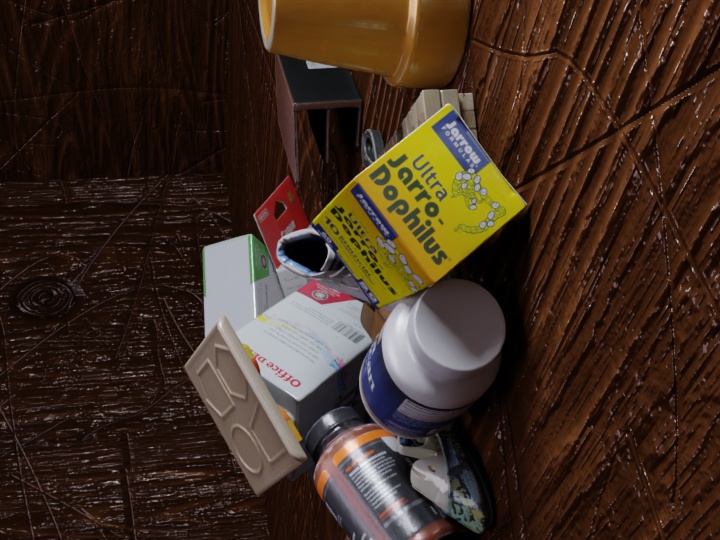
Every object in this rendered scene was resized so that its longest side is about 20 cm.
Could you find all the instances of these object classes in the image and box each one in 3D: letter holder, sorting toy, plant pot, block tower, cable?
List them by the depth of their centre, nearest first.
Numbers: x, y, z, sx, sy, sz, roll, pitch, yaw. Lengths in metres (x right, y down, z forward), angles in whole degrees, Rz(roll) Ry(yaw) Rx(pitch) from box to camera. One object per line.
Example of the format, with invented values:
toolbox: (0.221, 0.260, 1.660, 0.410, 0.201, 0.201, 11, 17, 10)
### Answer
plant pot: (-0.006, -0.282, 1.000, 0.200, 0.180, 0.203, 176, 90, -78)
block tower: (0.065, -0.121, 1.020, 0.200, 0.053, 0.059, 138, 128, -76)
sorting toy: (-0.133, 0.160, 1.183, 0.186, 0.036, 0.200, 59, 152, 9)
cable: (0.018, -0.108, 1.255, 0.098, 0.050, 0.202, 106, 156, -55)
letter holder: (-0.067, -0.235, 1.518, 0.201, 0.099, 0.144, -109, 17, -52)

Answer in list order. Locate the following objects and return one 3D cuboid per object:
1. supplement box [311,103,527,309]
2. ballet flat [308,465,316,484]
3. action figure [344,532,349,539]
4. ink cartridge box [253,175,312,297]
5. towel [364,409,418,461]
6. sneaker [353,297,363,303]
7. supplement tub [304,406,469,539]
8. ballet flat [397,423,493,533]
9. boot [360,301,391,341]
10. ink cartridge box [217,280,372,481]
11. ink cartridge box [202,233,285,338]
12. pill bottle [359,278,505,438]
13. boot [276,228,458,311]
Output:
supplement box: (0.044, -0.049, 0.902, 0.109, 0.109, 0.200, 51, 165, -1)
ballet flat: (-0.059, 0.279, 1.717, 0.068, 0.067, 0.203, 171, 95, -69)
action figure: (0.031, 0.362, 1.179, 0.200, 0.103, 0.196, -135, 26, -81)
ink cartridge box: (-0.082, -0.036, 1.481, 0.200, 0.044, 0.178, -63, -44, -66)
towel: (0.047, 0.222, 1.226, 0.200, 0.048, 0.113, -150, 57, -77)
sneaker: (-0.007, 0.004, 1.374, 0.200, 0.079, 0.149, 143, 114, -72)
supplement tub: (0.020, 0.238, 1.075, 0.200, 0.106, 0.108, 49, 147, 35)
ballet flat: (0.075, 0.193, 1.035, 0.201, 0.073, 0.075, -113, 23, -58)
boot: (0.057, 0.010, 1.110, 0.144, 0.070, 0.204, 38, 123, 57)
ink cartridge box: (-0.071, 0.136, 1.301, 0.144, 0.199, 0.146, 29, 132, 28)
ink cartridge box: (-0.139, 0.060, 1.434, 0.200, 0.083, 0.147, 45, -146, -58)
pill bottle: (0.067, 0.081, 0.934, 0.200, 0.109, 0.113, 115, 149, -66)
boot: (0.000, 0.000, 1.057, 0.198, 0.095, 0.075, 8, 86, 42)
